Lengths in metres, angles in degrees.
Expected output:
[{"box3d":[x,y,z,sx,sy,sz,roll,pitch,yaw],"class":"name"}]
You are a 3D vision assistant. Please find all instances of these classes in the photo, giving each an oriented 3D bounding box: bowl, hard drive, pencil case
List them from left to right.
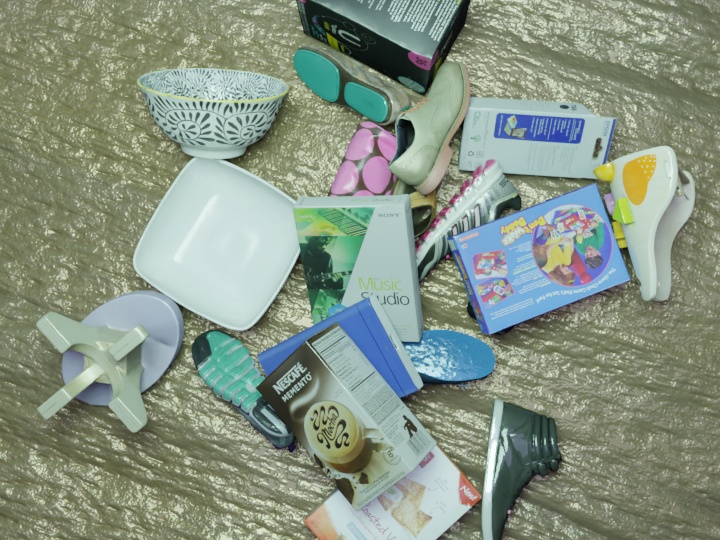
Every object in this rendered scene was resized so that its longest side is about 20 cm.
[{"box3d":[-0.198,-0.208,1.133,0.201,0.201,0.094,7,114,3],"class":"bowl"},{"box3d":[-0.183,-0.035,1.152,0.200,0.075,0.200,30,87,5],"class":"bowl"},{"box3d":[-0.031,0.130,1.100,0.200,0.025,0.132,-29,90,31],"class":"hard drive"},{"box3d":[0.003,-0.098,1.145,0.094,0.091,0.200,22,84,-1],"class":"pencil case"}]

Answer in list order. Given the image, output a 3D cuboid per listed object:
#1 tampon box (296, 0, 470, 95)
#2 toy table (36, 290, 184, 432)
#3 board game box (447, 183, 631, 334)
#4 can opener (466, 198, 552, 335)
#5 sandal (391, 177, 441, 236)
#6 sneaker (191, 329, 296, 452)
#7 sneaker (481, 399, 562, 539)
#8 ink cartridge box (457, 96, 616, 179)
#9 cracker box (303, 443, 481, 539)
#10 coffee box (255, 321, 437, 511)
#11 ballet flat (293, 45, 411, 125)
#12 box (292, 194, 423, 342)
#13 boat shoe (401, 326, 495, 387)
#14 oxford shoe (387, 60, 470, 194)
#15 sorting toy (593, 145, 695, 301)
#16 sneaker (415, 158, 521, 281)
[{"box3d":[0.033,-0.353,1.133,0.200,0.150,0.126,28,86,5],"class":"tampon box"},{"box3d":[-0.329,0.119,1.094,0.184,0.117,0.200,39,106,-2],"class":"toy table"},{"box3d":[0.230,-0.015,1.089,0.200,0.045,0.135,-20,91,-5],"class":"board game box"},{"box3d":[0.214,-0.011,1.145,0.063,0.079,0.200,31,91,49],"class":"can opener"},{"box3d":[0.067,-0.076,1.125,0.054,0.080,0.200,16,62,36],"class":"sandal"},{"box3d":[-0.160,0.168,1.140,0.074,0.088,0.200,-33,59,-26],"class":"sneaker"},{"box3d":[0.213,0.277,1.109,0.099,0.071,0.200,7,81,8],"class":"sneaker"},{"box3d":[0.236,-0.179,1.140,0.200,0.039,0.100,6,128,3],"class":"ink cartridge box"},{"box3d":[0.043,0.314,1.120,0.200,0.058,0.134,-42,85,-2],"class":"cracker box"},{"box3d":[-0.019,0.180,1.046,0.200,0.080,0.113,49,122,7],"class":"coffee box"},{"box3d":[-0.009,-0.258,1.164,0.067,0.068,0.200,-25,52,-39],"class":"ballet flat"},{"box3d":[0.000,0.000,1.071,0.144,0.036,0.200,0,119,15],"class":"box"},{"box3d":[0.080,0.115,1.135,0.200,0.069,0.084,6,72,8],"class":"boat shoe"},{"box3d":[0.090,-0.201,1.099,0.074,0.071,0.200,26,64,-21],"class":"oxford shoe"},{"box3d":[0.375,-0.050,1.088,0.107,0.200,0.180,-8,83,27],"class":"sorting toy"},{"box3d":[0.144,-0.051,1.141,0.087,0.074,0.200,40,95,-6],"class":"sneaker"}]
